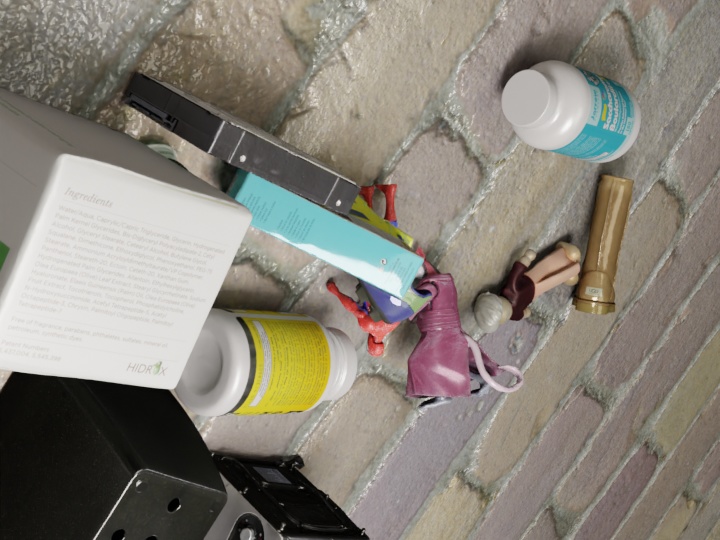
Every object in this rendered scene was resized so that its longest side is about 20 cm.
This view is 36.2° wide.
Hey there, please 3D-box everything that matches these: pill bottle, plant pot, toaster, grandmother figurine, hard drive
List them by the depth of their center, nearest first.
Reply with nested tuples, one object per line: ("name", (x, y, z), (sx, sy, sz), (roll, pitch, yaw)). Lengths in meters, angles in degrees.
("hard drive", (-0.107, -0.118, 1.028), (0.200, 0.140, 0.038), (20, 99, -50))
("plant pot", (-0.252, 0.214, 1.066), (0.200, 0.177, 0.200), (-57, 141, -1))
("pill bottle", (-0.099, 0.101, 1.205), (0.200, 0.112, 0.113), (6, 110, -49))
("toaster", (-0.104, 0.306, 1.289), (0.200, 0.181, 0.119), (19, 103, -50))
("pill bottle", (0.262, -0.201, 1.394), (0.200, 0.111, 0.111), (4, 112, -49))
("grandmother figurine", (0.234, 0.025, 1.562), (0.200, 0.061, 0.121), (-32, 126, -33))

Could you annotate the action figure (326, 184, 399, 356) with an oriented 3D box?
("action figure", (0.000, 0.000, 1.295), (0.065, 0.099, 0.200), (-8, 98, -41))

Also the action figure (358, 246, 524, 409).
("action figure", (0.098, 0.067, 1.368), (0.134, 0.149, 0.200), (-10, 90, -54))

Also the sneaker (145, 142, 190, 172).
("sneaker", (-0.200, -0.014, 1.035), (0.078, 0.091, 0.200), (-2, 116, -46))

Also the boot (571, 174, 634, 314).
("boot", (0.367, -0.038, 1.646), (0.175, 0.066, 0.200), (-16, 116, -81))

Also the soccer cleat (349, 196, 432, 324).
("soccer cleat", (0.010, -0.037, 1.209), (0.084, 0.065, 0.200), (-28, 102, 4))

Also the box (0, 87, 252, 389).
("box", (-0.241, -0.029, 0.893), (0.200, 0.199, 0.171), (17, 101, -51))

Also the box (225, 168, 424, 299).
("box", (-0.039, -0.041, 1.120), (0.200, 0.082, 0.049), (26, 97, -16))
